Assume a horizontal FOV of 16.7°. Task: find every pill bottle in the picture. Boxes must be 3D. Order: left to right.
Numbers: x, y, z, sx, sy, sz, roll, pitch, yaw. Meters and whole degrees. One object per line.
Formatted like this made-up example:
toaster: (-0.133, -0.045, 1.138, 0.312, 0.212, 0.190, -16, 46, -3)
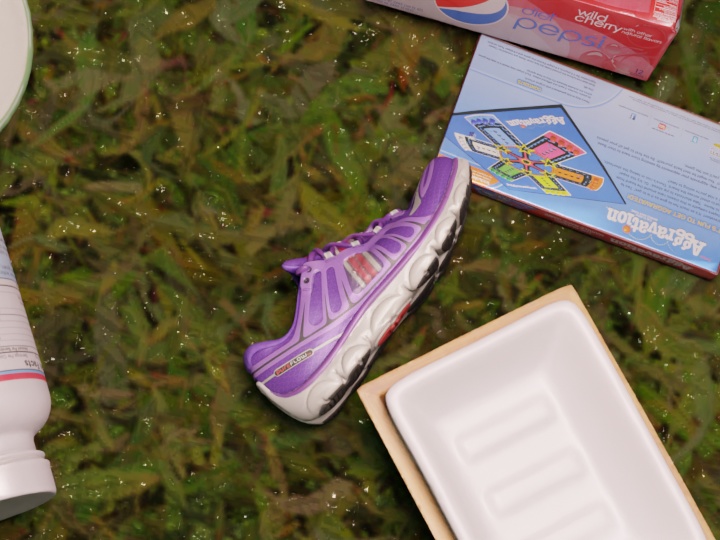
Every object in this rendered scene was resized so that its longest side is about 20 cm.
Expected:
pill bottle: (-0.251, 0.052, 1.479, 0.109, 0.109, 0.200, -15, 78, -12)

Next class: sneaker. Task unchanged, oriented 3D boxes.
sneaker: (0.000, 0.000, 1.547, 0.083, 0.081, 0.200, 36, 75, 9)

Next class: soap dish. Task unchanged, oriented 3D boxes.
soap dish: (0.109, 0.131, 1.526, 0.157, 0.081, 0.200, -26, 80, -14)

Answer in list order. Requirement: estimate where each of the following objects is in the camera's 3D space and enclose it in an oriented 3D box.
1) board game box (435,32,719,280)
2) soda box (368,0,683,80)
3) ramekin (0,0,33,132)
board game box: (0.156, -0.075, 1.619, 0.200, 0.019, 0.103, 21, 72, -3)
soda box: (0.110, -0.192, 1.608, 0.200, 0.070, 0.063, 15, 61, -6)
ramekin: (-0.298, -0.137, 1.500, 0.200, 0.098, 0.200, 4, 79, -24)
